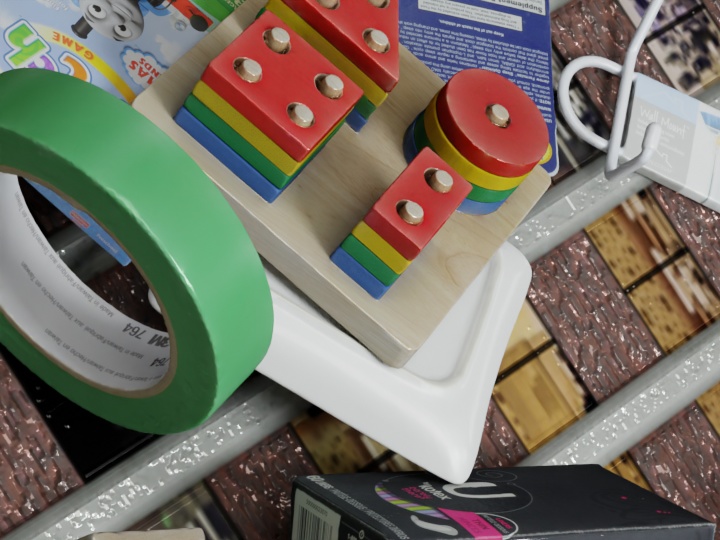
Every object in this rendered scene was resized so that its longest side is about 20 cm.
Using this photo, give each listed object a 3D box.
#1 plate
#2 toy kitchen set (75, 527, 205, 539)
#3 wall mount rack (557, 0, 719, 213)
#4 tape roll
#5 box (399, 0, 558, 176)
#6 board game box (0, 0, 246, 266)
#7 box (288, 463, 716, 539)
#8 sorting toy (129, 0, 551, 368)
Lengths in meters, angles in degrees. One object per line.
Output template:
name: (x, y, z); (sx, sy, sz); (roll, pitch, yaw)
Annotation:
plate: (0.000, 0.000, 1.384); (0.200, 0.032, 0.200); (31, 40, -7)
toy kitchen set: (-0.125, 0.229, 1.158); (0.200, 0.163, 0.181); (5, 64, -49)
wall mount rack: (0.229, -0.113, 1.571); (0.199, 0.075, 0.174); (24, 61, -19)
tape roll: (-0.136, -0.008, 1.262); (0.200, 0.200, 0.048); (47, 58, -4)
box: (0.059, -0.152, 1.522); (0.121, 0.032, 0.201); (10, 65, -24)
board game box: (-0.136, -0.115, 1.374); (0.151, 0.037, 0.200); (41, 43, -8)
box: (0.071, 0.170, 1.332); (0.199, 0.122, 0.107); (0, 102, -28)
sorting toy: (0.004, -0.080, 1.371); (0.200, 0.070, 0.199); (41, 41, 1)
